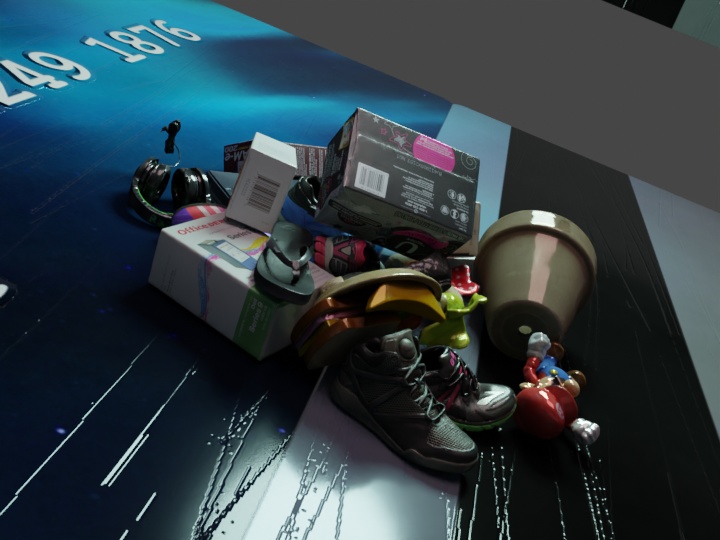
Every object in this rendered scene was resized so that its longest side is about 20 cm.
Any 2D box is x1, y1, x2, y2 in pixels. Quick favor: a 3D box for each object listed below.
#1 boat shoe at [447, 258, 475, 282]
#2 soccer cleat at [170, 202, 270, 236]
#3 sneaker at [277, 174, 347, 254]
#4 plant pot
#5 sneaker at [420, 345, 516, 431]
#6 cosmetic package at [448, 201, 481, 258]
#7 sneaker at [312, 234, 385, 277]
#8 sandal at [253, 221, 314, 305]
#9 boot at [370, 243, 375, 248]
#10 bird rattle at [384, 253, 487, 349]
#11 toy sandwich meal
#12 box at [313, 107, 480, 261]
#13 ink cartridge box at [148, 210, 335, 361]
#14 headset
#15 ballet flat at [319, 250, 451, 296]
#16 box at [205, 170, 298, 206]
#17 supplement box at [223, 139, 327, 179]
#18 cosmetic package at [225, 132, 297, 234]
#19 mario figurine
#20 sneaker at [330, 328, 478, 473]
[{"bbox_3d":[0.160,-0.008,1.492,0.196,0.072,0.064,15,24,-9],"label":"boat shoe"},{"bbox_3d":[-0.178,-0.041,1.285,0.196,0.069,0.074,17,28,-16],"label":"soccer cleat"},{"bbox_3d":[-0.029,-0.064,1.348,0.199,0.111,0.077,38,42,-6],"label":"sneaker"},{"bbox_3d":[0.261,0.038,1.357,0.197,0.203,0.176,21,38,1],"label":"plant pot"},{"bbox_3d":[0.112,0.142,1.117,0.196,0.085,0.077,15,25,-14],"label":"sneaker"},{"bbox_3d":[0.103,-0.081,1.433,0.101,0.089,0.200,-2,13,-21],"label":"cosmetic package"},{"bbox_3d":[0.000,0.000,1.262,0.073,0.083,0.200,-2,-10,20],"label":"sneaker"},{"bbox_3d":[-0.092,-0.021,1.122,0.075,0.043,0.201,16,26,-13],"label":"sandal"},{"bbox_3d":[-0.023,-0.111,1.520,0.072,0.097,0.200,1,31,-38],"label":"boot"},{"bbox_3d":[0.110,0.022,1.305,0.161,0.113,0.201,31,24,-15],"label":"bird rattle"},{"bbox_3d":[0.015,0.067,1.118,0.202,0.205,0.071,4,58,-34],"label":"toy sandwich meal"},{"bbox_3d":[0.050,-0.109,1.230,0.197,0.115,0.135,19,62,-18],"label":"box"},{"bbox_3d":[-0.154,0.013,1.160,0.198,0.089,0.145,30,25,22],"label":"ink cartridge box"},{"bbox_3d":[-0.289,-0.144,1.367,0.121,0.095,0.202,12,37,-22],"label":"headset"},{"bbox_3d":[0.033,0.014,1.176,0.196,0.067,0.058,-8,64,-28],"label":"ballet flat"},{"bbox_3d":[-0.142,-0.100,1.454,0.197,0.052,0.158,3,30,-37],"label":"box"},{"bbox_3d":[-0.134,-0.190,1.584,0.197,0.062,0.108,-1,0,-41],"label":"supplement box"},{"bbox_3d":[-0.140,-0.130,1.278,0.070,0.103,0.200,22,11,-9],"label":"cosmetic package"},{"bbox_3d":[0.272,0.157,1.195,0.121,0.108,0.200,17,19,14],"label":"mario figurine"},{"bbox_3d":[0.061,0.146,1.033,0.198,0.116,0.076,35,29,23],"label":"sneaker"}]
